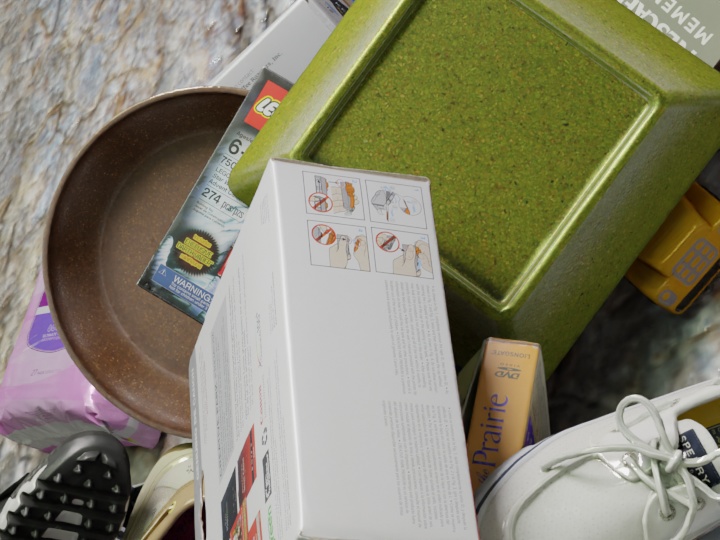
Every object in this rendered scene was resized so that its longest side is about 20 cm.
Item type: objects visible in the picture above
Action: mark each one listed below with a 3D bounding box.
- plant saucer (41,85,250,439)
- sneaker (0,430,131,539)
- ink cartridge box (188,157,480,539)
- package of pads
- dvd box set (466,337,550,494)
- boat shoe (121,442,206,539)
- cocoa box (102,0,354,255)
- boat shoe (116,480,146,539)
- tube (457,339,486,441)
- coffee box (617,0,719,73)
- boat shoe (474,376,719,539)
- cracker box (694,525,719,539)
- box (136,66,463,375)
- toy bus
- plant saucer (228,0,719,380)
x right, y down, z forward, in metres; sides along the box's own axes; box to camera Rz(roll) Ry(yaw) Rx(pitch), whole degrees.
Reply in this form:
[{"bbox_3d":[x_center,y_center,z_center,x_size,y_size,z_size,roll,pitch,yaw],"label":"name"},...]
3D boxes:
[{"bbox_3d":[-0.080,-0.005,1.038,0.200,0.200,0.037,-45,-1,12],"label":"plant saucer"},{"bbox_3d":[-0.186,0.147,1.074,0.091,0.066,0.200,-98,29,-46],"label":"sneaker"},{"bbox_3d":[-0.021,0.081,0.858,0.176,0.084,0.201,118,153,-50],"label":"ink cartridge box"},{"bbox_3d":[-0.171,0.027,1.259,0.120,0.076,0.201,-6,59,40],"label":"package of pads"},{"bbox_3d":[0.061,0.153,0.881,0.029,0.146,0.201,7,65,12],"label":"dvd box set"},{"bbox_3d":[-0.120,0.199,1.046,0.066,0.074,0.201,-123,49,-70],"label":"boat shoe"},{"bbox_3d":[-0.048,-0.061,1.114,0.200,0.133,0.131,-42,3,16],"label":"cocoa box"},{"bbox_3d":[-0.130,0.156,1.125,0.201,0.071,0.070,-35,42,23],"label":"boat shoe"},{"bbox_3d":[0.026,0.129,0.922,0.058,0.052,0.200,57,142,37],"label":"tube"},{"bbox_3d":[0.154,-0.187,1.003,0.113,0.080,0.200,-46,69,9],"label":"coffee box"},{"bbox_3d":[0.138,0.090,0.809,0.075,0.201,0.086,66,154,10],"label":"boat shoe"},{"bbox_3d":[0.184,0.204,0.778,0.134,0.058,0.200,-35,43,23],"label":"cracker box"},{"bbox_3d":[0.000,0.000,0.979,0.137,0.200,0.040,-60,-5,0],"label":"box"},{"bbox_3d":[0.126,-0.059,1.009,0.065,0.078,0.200,-49,39,8],"label":"toy bus"},{"bbox_3d":[0.060,-0.068,0.924,0.200,0.048,0.200,37,92,9],"label":"plant saucer"}]
